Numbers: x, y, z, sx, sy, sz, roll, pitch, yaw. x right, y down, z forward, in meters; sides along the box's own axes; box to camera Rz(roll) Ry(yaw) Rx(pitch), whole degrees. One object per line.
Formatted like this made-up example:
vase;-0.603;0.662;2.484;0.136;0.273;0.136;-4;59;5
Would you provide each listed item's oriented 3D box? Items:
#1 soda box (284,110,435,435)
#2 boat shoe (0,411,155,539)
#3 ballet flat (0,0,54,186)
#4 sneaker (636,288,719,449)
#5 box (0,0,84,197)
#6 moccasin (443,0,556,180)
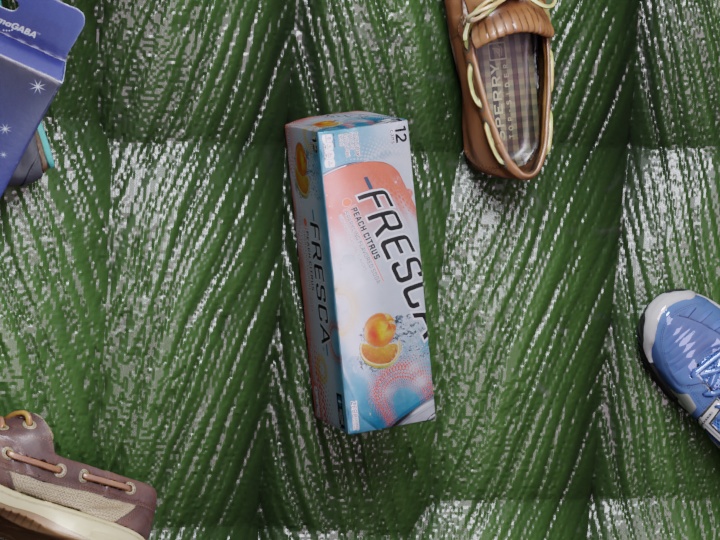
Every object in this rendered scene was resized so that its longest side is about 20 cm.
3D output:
soda box;0.000;0.000;1.663;0.064;0.068;0.200;-10;101;-19
boat shoe;-0.217;0.122;1.602;0.200;0.072;0.072;25;64;-17
ballet flat;-0.238;-0.142;1.551;0.073;0.073;0.200;-17;108;-18
sneaker;0.267;0.090;1.778;0.076;0.077;0.200;-45;110;-7
box;-0.255;-0.090;1.514;0.121;0.032;0.200;23;119;-15
moccasin;0.091;-0.158;1.668;0.074;0.078;0.202;-4;100;-21
